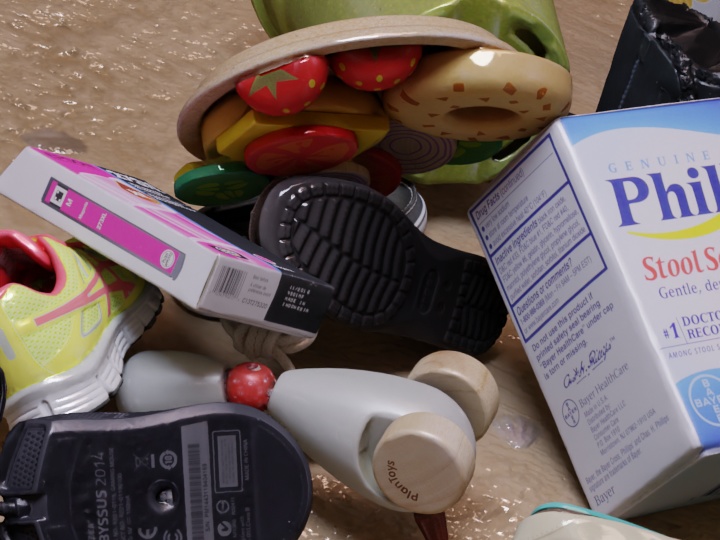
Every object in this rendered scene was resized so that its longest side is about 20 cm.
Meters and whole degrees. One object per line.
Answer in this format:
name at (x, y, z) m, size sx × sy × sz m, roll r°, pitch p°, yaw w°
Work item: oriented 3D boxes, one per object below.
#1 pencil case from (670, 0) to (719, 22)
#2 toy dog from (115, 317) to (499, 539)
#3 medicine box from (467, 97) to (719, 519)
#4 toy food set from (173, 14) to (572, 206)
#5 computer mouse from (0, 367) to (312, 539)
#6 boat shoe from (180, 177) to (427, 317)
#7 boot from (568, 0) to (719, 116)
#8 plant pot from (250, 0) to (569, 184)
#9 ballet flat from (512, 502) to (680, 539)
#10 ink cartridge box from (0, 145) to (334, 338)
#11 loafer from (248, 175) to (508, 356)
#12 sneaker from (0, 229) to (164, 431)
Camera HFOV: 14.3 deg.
pencil case at (0.244, -0.215, 1.950) m, size 0.083 × 0.200 × 0.091 m, roll 36°, pitch 47°, yaw 23°
toy dog at (-0.020, 0.093, 1.459) m, size 0.200 × 0.096 × 0.132 m, roll 17°, pitch 30°, yaw 34°
medicine box at (0.186, 0.017, 1.559) m, size 0.182 × 0.103 × 0.200 m, roll -9°, pitch 68°, yaw -34°
toy food set at (0.000, -0.081, 1.538) m, size 0.200 × 0.198 × 0.049 m, roll 0°, pitch 70°, yaw -30°
computer mouse at (-0.121, 0.103, 1.371) m, size 0.200 × 0.139 × 0.053 m, roll 4°, pitch -7°, yaw -25°
boat shoe at (-0.027, -0.026, 1.657) m, size 0.069 × 0.057 × 0.200 m, roll 33°, pitch 35°, yaw 29°
boot at (0.158, -0.096, 1.750) m, size 0.073 × 0.163 × 0.198 m, roll -2°, pitch 34°, yaw -29°
plant pot at (0.043, -0.153, 1.759) m, size 0.200 × 0.201 × 0.184 m, roll 5°, pitch 32°, yaw -17°
ballet flat at (0.170, 0.168, 1.428) m, size 0.200 × 0.070 × 0.070 m, roll 10°, pitch 30°, yaw -4°
ink cartridge box at (-0.114, -0.022, 1.491) m, size 0.200 × 0.037 × 0.095 m, roll 26°, pitch 6°, yaw 38°
loafer at (0.000, 0.000, 1.580) m, size 0.071 × 0.073 × 0.200 m, roll 15°, pitch -10°, yaw 42°
sneaker at (-0.158, 0.011, 1.468) m, size 0.078 × 0.090 × 0.200 m, roll -29°, pitch 16°, yaw 9°
